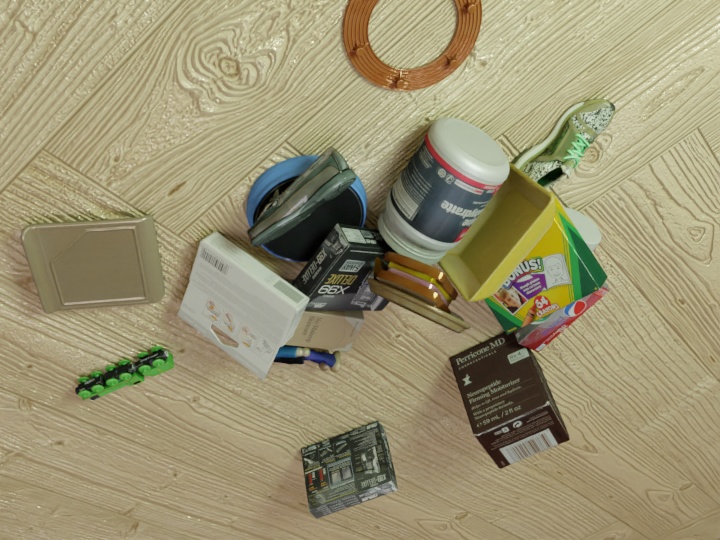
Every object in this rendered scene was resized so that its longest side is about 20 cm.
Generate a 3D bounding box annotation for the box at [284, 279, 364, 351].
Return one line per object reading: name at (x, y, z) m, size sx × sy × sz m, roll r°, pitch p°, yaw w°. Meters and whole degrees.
box at (-0.102, 0.080, 1.354) m, size 0.198 × 0.078 × 0.096 m, roll 8°, pitch 130°, yaw -20°

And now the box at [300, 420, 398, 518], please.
box at (-0.028, 0.441, 1.669) m, size 0.198 × 0.159 × 0.050 m, roll -22°, pitch 135°, yaw 7°

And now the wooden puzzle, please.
wooden puzzle at (-0.428, -0.012, 1.219) m, size 0.198 × 0.037 × 0.186 m, roll -8°, pitch 135°, yaw -13°

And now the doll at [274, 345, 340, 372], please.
doll at (-0.132, 0.157, 1.408) m, size 0.198 × 0.049 × 0.136 m, roll 13°, pitch 169°, yaw -35°

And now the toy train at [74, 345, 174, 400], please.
toy train at (-0.443, 0.197, 1.413) m, size 0.198 × 0.042 × 0.056 m, roll -23°, pitch 145°, yaw 8°

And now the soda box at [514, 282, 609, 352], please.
soda box at (0.387, 0.069, 1.471) m, size 0.063 × 0.070 × 0.200 m, roll 23°, pitch 125°, yaw -31°

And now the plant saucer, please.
plant saucer at (0.215, -0.057, 1.182) m, size 0.048 × 0.200 × 0.201 m, roll 33°, pitch 104°, yaw -23°

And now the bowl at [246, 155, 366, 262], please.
bowl at (-0.086, -0.094, 1.218) m, size 0.198 × 0.040 × 0.202 m, roll -7°, pitch 134°, yaw -7°

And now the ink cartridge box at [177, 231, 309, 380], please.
ink cartridge box at (-0.201, 0.061, 1.254) m, size 0.199 × 0.045 × 0.177 m, roll 35°, pitch 127°, yaw 10°

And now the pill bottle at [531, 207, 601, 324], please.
pill bottle at (0.340, -0.008, 1.355) m, size 0.112 × 0.114 × 0.201 m, roll 9°, pitch 130°, yaw -22°

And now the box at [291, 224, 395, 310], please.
box at (0.000, 0.000, 1.272) m, size 0.199 × 0.050 × 0.158 m, roll 5°, pitch 135°, yaw -44°

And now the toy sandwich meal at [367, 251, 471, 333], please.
toy sandwich meal at (0.097, 0.033, 1.200) m, size 0.204 × 0.205 × 0.071 m, roll 27°, pitch 88°, yaw -33°

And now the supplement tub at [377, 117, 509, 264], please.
supplement tub at (0.126, -0.122, 1.171) m, size 0.139 × 0.141 × 0.201 m, roll 14°, pitch 129°, yaw -26°

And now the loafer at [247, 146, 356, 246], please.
loafer at (-0.097, -0.111, 1.139) m, size 0.199 × 0.063 × 0.072 m, roll -33°, pitch 174°, yaw 19°

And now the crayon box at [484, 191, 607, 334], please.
crayon box at (0.286, -0.009, 1.278) m, size 0.199 × 0.058 × 0.173 m, roll -34°, pitch 92°, yaw 40°

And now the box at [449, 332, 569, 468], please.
box at (0.306, 0.265, 1.550) m, size 0.165 × 0.201 × 0.165 m, roll -27°, pitch 134°, yaw 12°

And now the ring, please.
ring at (0.074, -0.335, 1.038) m, size 0.198 × 0.019 × 0.202 m, roll -8°, pitch 134°, yaw -8°

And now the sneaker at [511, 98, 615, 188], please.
sneaker at (0.333, -0.184, 1.199) m, size 0.076 × 0.089 × 0.200 m, roll 27°, pitch 122°, yaw -33°
